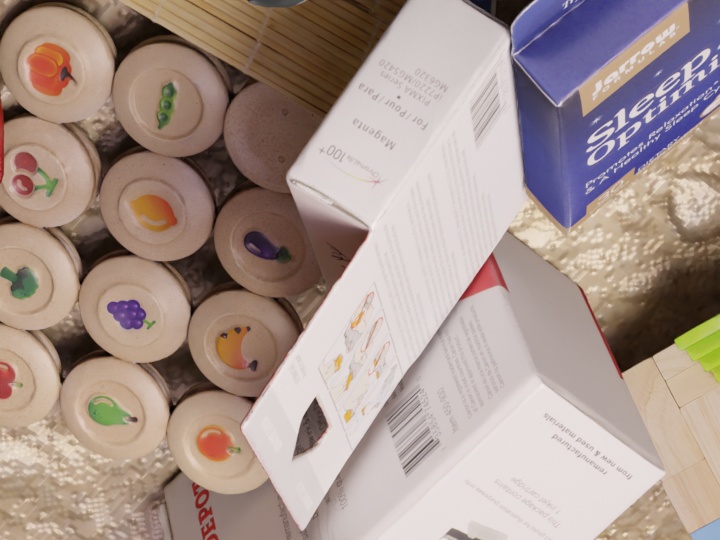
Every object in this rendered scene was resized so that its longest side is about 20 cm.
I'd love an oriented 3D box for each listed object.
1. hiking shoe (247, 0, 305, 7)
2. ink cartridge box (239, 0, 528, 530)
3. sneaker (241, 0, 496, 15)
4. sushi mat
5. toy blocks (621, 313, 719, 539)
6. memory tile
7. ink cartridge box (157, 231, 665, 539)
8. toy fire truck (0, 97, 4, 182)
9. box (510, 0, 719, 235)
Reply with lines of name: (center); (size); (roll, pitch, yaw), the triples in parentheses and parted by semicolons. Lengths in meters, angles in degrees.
hiking shoe: (-0.043, -0.186, 1.074); (0.087, 0.200, 0.074); (-18, 162, -31)
ink cartridge box: (0.000, 0.000, 1.112); (0.044, 0.200, 0.174); (33, 80, 13)
sneaker: (-0.004, -0.149, 1.137); (0.115, 0.081, 0.200); (-4, 122, -10)
sushi mat: (-0.060, -0.138, 1.113); (0.200, 0.012, 0.096); (30, 109, 8)
toy blocks: (0.205, 0.070, 1.245); (0.200, 0.100, 0.137); (-31, 82, 30)
memory tile: (-0.090, -0.006, 1.208); (0.153, 0.017, 0.200); (17, 118, 8)
ink cartridge box: (0.017, 0.091, 1.244); (0.083, 0.147, 0.200); (36, 109, -29)
toy fire truck: (-0.242, -0.040, 1.147); (0.200, 0.112, 0.168); (-4, 154, -10)
box: (0.113, -0.086, 1.101); (0.121, 0.032, 0.200); (-39, 164, -6)
